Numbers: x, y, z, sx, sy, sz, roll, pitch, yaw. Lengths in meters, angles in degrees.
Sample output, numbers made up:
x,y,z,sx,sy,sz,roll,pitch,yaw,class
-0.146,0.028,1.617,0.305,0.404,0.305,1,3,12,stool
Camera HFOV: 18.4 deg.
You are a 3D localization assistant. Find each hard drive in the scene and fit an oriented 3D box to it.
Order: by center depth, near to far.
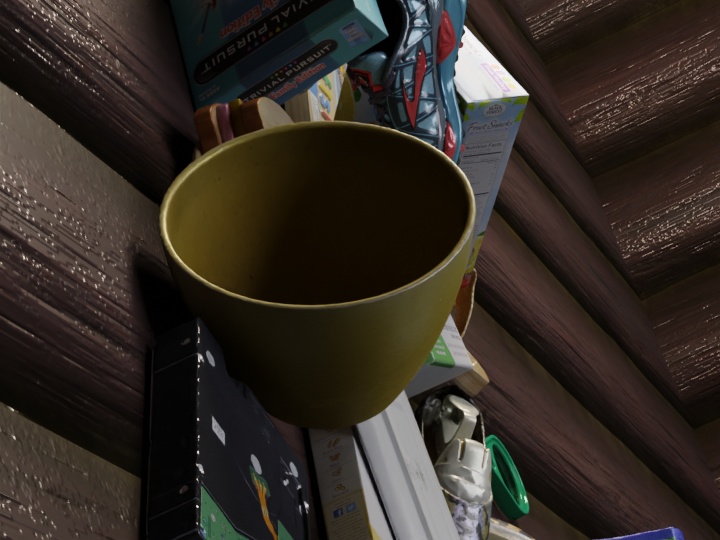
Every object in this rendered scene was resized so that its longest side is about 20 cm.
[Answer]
x,y,z,sx,sy,sz,roll,pitch,yaw,class
-0.074,0.137,1.280,0.140,0.038,0.200,57,14,-32,hard drive

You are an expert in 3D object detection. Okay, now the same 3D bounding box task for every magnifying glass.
x,y,z,sx,sy,sz,roll,pitch,yaw,class
0.110,0.173,2.016,0.200,0.022,0.080,47,22,-60,magnifying glass

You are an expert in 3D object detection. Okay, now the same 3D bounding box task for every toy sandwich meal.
x,y,z,sx,sy,sz,roll,pitch,yaw,class
-0.057,-0.026,1.587,0.205,0.070,0.205,59,14,-24,toy sandwich meal

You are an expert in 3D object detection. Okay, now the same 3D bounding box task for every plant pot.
x,y,z,sx,sy,sz,roll,pitch,yaw,class
-0.025,0.017,1.437,0.200,0.200,0.142,-99,-175,-52,plant pot

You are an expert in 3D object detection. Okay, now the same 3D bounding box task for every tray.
x,y,z,sx,sy,sz,roll,pitch,yaw,class
0.034,0.146,1.561,0.107,0.022,0.200,37,29,-61,tray

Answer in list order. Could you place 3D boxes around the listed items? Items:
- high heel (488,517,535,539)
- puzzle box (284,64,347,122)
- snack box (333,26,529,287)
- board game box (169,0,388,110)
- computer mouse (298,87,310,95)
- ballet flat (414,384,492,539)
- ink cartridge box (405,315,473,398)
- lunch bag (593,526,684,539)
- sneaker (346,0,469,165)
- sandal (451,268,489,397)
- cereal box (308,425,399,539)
x,y,z,sx,sy,sz,roll,pitch,yaw,class
0.122,0.256,1.862,0.200,0.071,0.143,46,-5,-20,high heel
-0.032,-0.169,2.000,0.133,0.025,0.200,47,31,-52,puzzle box
0.048,-0.108,1.838,0.169,0.068,0.200,53,-38,38,snack box
-0.073,-0.223,1.710,0.047,0.151,0.200,37,29,-47,board game box
-0.039,-0.184,1.794,0.044,0.110,0.200,23,-14,-10,computer mouse
0.074,0.152,1.779,0.072,0.072,0.200,59,12,-25,ballet flat
0.000,0.000,1.740,0.200,0.084,0.145,66,12,10,ink cartridge box
0.166,0.294,1.587,0.127,0.200,0.170,47,22,-55,lunch bag
0.023,-0.143,1.711,0.095,0.079,0.201,1,91,-40,sneaker
0.078,0.028,1.909,0.078,0.070,0.212,42,8,-34,sandal
0.016,0.180,1.560,0.144,0.039,0.200,54,17,-40,cereal box
